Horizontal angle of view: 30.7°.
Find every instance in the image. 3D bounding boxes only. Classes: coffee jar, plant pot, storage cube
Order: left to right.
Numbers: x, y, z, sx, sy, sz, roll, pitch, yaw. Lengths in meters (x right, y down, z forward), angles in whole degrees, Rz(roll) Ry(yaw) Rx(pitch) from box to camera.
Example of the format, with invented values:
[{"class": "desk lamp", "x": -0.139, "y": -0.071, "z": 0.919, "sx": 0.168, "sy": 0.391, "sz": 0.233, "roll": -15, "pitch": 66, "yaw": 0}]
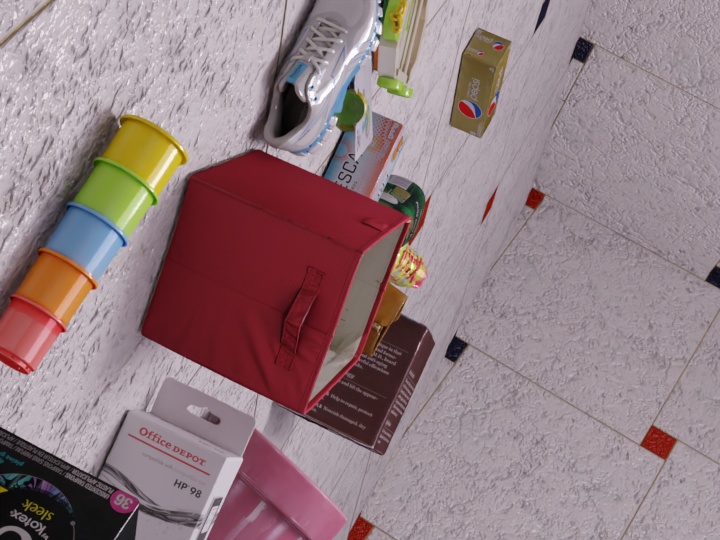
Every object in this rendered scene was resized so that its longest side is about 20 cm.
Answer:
[{"class": "plant pot", "x": -0.145, "y": 0.302, "z": 1.598, "sx": 0.179, "sy": 0.200, "sz": 0.200, "roll": -48, "pitch": 166, "yaw": -10}, {"class": "storage cube", "x": -0.078, "y": 0.003, "z": 1.259, "sx": 0.172, "sy": 0.179, "sz": 0.200, "roll": -70, "pitch": 168, "yaw": 19}, {"class": "coffee jar", "x": 0.023, "y": -0.063, "z": 1.861, "sx": 0.200, "sy": 0.085, "sz": 0.105, "roll": -43, "pitch": 155, "yaw": -63}]

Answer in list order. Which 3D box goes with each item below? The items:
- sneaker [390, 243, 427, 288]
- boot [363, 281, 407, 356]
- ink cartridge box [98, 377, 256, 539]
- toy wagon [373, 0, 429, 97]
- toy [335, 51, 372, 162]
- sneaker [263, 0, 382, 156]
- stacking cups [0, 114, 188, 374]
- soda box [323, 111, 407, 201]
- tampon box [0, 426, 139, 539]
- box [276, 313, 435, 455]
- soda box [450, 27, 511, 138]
[{"class": "sneaker", "x": 0.070, "y": -0.016, "z": 2.178, "sx": 0.078, "sy": 0.090, "sz": 0.200, "roll": -63, "pitch": 168, "yaw": -6}, {"class": "boot", "x": 0.000, "y": 0.001, "z": 1.724, "sx": 0.071, "sy": 0.143, "sz": 0.202, "roll": -34, "pitch": 146, "yaw": -72}, {"class": "ink cartridge box", "x": -0.198, "y": 0.216, "z": 1.308, "sx": 0.201, "sy": 0.115, "sz": 0.067, "roll": -66, "pitch": 168, "yaw": -3}, {"class": "toy wagon", "x": 0.050, "y": -0.294, "z": 1.573, "sx": 0.200, "sy": 0.039, "sz": 0.156, "roll": -4, "pitch": 107, "yaw": -78}, {"class": "toy", "x": -0.012, "y": -0.194, "z": 1.469, "sx": 0.200, "sy": 0.047, "sz": 0.116, "roll": -80, "pitch": 171, "yaw": -76}, {"class": "sneaker", "x": -0.041, "y": -0.203, "z": 1.293, "sx": 0.087, "sy": 0.075, "sz": 0.201, "roll": -19, "pitch": 132, "yaw": -68}, {"class": "stacking cups", "x": -0.198, "y": -0.015, "z": 0.953, "sx": 0.201, "sy": 0.060, "sz": 0.061, "roll": -62, "pitch": 169, "yaw": -17}, {"class": "soda box", "x": -0.012, "y": -0.100, "z": 1.650, "sx": 0.201, "sy": 0.068, "sz": 0.064, "roll": -65, "pitch": 170, "yaw": -4}, {"class": "tampon box", "x": -0.268, "y": 0.231, "z": 0.901, "sx": 0.200, "sy": 0.149, "sz": 0.127, "roll": -56, "pitch": 166, "yaw": -44}, {"class": "box", "x": -0.003, "y": 0.154, "z": 1.983, "sx": 0.201, "sy": 0.164, "sz": 0.166, "roll": -65, "pitch": 169, "yaw": -8}, {"class": "soda box", "x": 0.205, "y": -0.319, "z": 2.249, "sx": 0.068, "sy": 0.064, "sz": 0.200, "roll": -60, "pitch": 167, "yaw": -28}]
